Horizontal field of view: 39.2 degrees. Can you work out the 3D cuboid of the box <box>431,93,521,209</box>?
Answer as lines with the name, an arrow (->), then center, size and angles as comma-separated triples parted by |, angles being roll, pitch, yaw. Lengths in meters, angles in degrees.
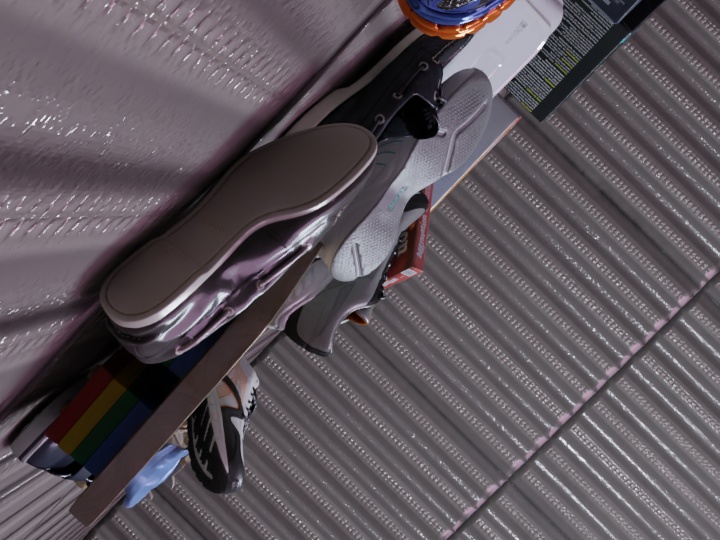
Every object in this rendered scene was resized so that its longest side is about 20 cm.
box -> 0.122, -0.175, 1.423 | 0.200, 0.097, 0.124 | -47, 178, 15

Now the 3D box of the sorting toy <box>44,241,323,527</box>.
sorting toy -> -0.130, 0.053, 0.734 | 0.199, 0.070, 0.200 | -48, -175, 17

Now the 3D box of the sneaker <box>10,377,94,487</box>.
sneaker -> -0.213, 0.136, 0.827 | 0.078, 0.079, 0.200 | -45, 177, 0

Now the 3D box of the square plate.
square plate -> 0.091, -0.176, 0.878 | 0.198, 0.028, 0.200 | -44, 164, 17

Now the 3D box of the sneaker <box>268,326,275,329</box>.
sneaker -> -0.062, -0.021, 1.176 | 0.200, 0.075, 0.076 | -56, 171, 1

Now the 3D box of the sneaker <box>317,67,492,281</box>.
sneaker -> 0.024, -0.090, 0.816 | 0.200, 0.080, 0.070 | -49, 141, 6

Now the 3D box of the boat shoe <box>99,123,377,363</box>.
boat shoe -> -0.069, -0.019, 0.618 | 0.200, 0.067, 0.057 | -38, 148, -21

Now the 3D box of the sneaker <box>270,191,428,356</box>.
sneaker -> 0.000, 0.000, 0.951 | 0.200, 0.079, 0.074 | -46, 177, -23

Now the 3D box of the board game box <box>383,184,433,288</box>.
board game box -> 0.053, -0.077, 1.274 | 0.103, 0.019, 0.201 | -25, -132, 50

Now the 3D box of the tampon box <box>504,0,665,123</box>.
tampon box -> 0.287, -0.328, 1.363 | 0.150, 0.126, 0.200 | -44, 179, -39

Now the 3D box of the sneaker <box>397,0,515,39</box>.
sneaker -> 0.101, -0.204, 0.526 | 0.200, 0.075, 0.078 | -48, 175, 1

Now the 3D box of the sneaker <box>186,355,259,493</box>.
sneaker -> -0.130, 0.129, 0.988 | 0.074, 0.080, 0.200 | -63, -149, 35

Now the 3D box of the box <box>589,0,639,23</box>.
box -> 0.352, -0.416, 1.190 | 0.148, 0.107, 0.200 | -44, 177, -39

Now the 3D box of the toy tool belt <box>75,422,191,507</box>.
toy tool belt -> -0.257, 0.228, 1.212 | 0.200, 0.123, 0.125 | -46, 178, 26

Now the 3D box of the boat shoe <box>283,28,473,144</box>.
boat shoe -> 0.026, -0.117, 0.732 | 0.199, 0.066, 0.075 | -41, 174, -31
